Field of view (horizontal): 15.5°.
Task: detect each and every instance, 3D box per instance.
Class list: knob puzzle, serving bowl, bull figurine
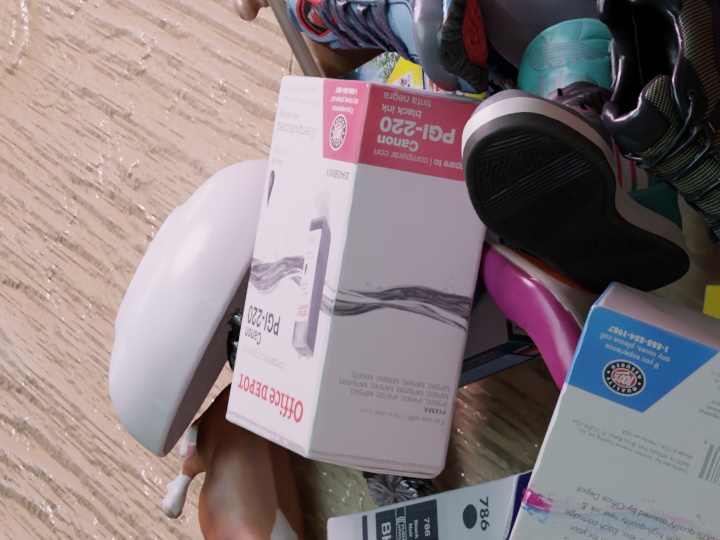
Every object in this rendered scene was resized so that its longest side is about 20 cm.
[{"bbox_3d":[-0.060,-0.160,1.616,0.030,0.220,0.220,-26,52,1],"label":"knob puzzle"},{"bbox_3d":[-0.104,0.014,1.644,0.200,0.066,0.200,-63,-2,-5],"label":"serving bowl"},{"bbox_3d":[-0.073,0.170,1.667,0.121,0.065,0.200,-41,47,51],"label":"bull figurine"}]

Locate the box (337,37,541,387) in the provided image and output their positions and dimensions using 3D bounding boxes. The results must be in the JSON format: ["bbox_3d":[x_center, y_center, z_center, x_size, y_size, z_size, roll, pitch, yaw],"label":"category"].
[{"bbox_3d":[0.046,-0.036,1.495,0.137,0.038,0.200,-26,63,50],"label":"box"}]

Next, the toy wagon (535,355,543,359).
[{"bbox_3d":[0.079,-0.034,1.516,0.200,0.040,0.155,10,91,55],"label":"toy wagon"}]

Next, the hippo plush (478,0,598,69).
[{"bbox_3d":[0.097,-0.199,1.403,0.161,0.159,0.200,-45,37,49],"label":"hippo plush"}]

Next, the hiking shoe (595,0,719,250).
[{"bbox_3d":[0.159,-0.056,1.252,0.076,0.101,0.200,-36,69,52],"label":"hiking shoe"}]

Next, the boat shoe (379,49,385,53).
[{"bbox_3d":[0.002,-0.177,1.629,0.075,0.093,0.200,-44,13,9],"label":"boat shoe"}]

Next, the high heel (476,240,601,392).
[{"bbox_3d":[0.103,0.062,1.348,0.200,0.067,0.096,43,108,47],"label":"high heel"}]

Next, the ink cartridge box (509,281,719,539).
[{"bbox_3d":[0.134,0.120,1.244,0.116,0.067,0.200,21,104,9],"label":"ink cartridge box"}]

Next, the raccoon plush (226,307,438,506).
[{"bbox_3d":[0.007,0.054,1.593,0.097,0.134,0.200,-20,103,45],"label":"raccoon plush"}]

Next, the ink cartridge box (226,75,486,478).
[{"bbox_3d":[0.000,0.000,1.426,0.146,0.085,0.200,-165,83,-69],"label":"ink cartridge box"}]

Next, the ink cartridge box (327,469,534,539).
[{"bbox_3d":[0.078,0.139,1.431,0.200,0.099,0.039,-22,66,52],"label":"ink cartridge box"}]

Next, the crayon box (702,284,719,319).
[{"bbox_3d":[0.216,0.108,1.284,0.127,0.051,0.200,2,85,55],"label":"crayon box"}]

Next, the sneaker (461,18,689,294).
[{"bbox_3d":[0.102,-0.075,1.311,0.084,0.200,0.121,-19,62,20],"label":"sneaker"}]

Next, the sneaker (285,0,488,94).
[{"bbox_3d":[0.011,-0.136,1.418,0.200,0.095,0.079,-116,12,-67],"label":"sneaker"}]
